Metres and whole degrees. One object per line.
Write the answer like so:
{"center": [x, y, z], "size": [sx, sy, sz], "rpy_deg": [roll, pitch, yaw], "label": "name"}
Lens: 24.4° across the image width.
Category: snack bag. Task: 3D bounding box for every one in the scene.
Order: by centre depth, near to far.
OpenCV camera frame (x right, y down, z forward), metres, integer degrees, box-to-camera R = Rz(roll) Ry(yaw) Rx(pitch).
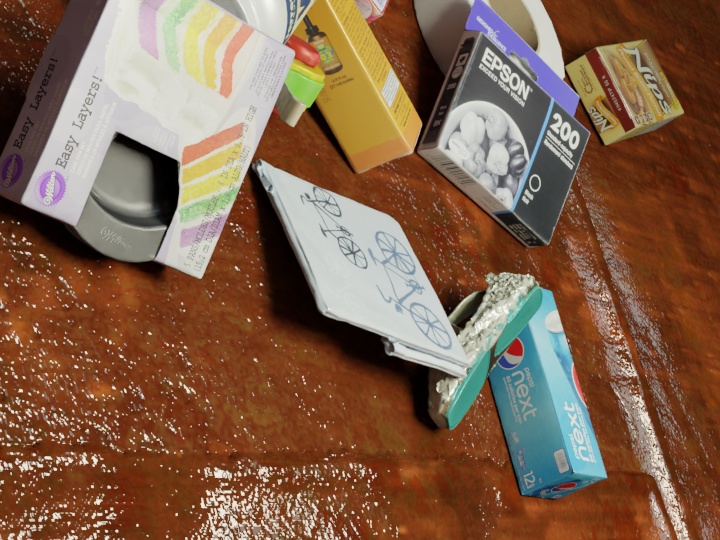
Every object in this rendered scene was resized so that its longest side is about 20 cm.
{"center": [0.000, 0.000, 1.459], "size": [0.199, 0.021, 0.189], "rpy_deg": [22, 34, -45], "label": "snack bag"}

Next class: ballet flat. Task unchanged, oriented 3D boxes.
{"center": [0.101, 0.071, 1.550], "size": [0.072, 0.072, 0.200], "rpy_deg": [53, 49, -14], "label": "ballet flat"}

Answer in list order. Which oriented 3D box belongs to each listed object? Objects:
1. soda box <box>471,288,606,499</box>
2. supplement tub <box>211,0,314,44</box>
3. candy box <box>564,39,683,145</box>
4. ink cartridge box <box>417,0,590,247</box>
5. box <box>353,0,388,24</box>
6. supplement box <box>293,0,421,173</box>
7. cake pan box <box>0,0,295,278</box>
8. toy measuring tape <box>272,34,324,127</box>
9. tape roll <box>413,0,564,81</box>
{"center": [0.172, 0.116, 1.626], "size": [0.068, 0.064, 0.202], "rpy_deg": [16, 54, -51], "label": "soda box"}
{"center": [-0.117, -0.238, 1.391], "size": [0.145, 0.144, 0.200], "rpy_deg": [51, 32, -17], "label": "supplement tub"}
{"center": [0.348, -0.236, 2.185], "size": [0.200, 0.055, 0.116], "rpy_deg": [-20, 83, -59], "label": "candy box"}
{"center": [0.163, -0.160, 1.780], "size": [0.198, 0.043, 0.201], "rpy_deg": [37, 63, -35], "label": "ink cartridge box"}
{"center": [-0.022, -0.313, 1.644], "size": [0.100, 0.095, 0.201], "rpy_deg": [49, 33, -22], "label": "box"}
{"center": [-0.018, -0.195, 1.557], "size": [0.201, 0.066, 0.069], "rpy_deg": [59, 28, -26], "label": "supplement box"}
{"center": [-0.157, -0.108, 1.220], "size": [0.184, 0.052, 0.201], "rpy_deg": [26, 87, -44], "label": "cake pan box"}
{"center": [-0.057, -0.158, 1.452], "size": [0.074, 0.074, 0.200], "rpy_deg": [43, 7, -28], "label": "toy measuring tape"}
{"center": [0.148, -0.274, 1.898], "size": [0.202, 0.070, 0.204], "rpy_deg": [37, 37, -35], "label": "tape roll"}
